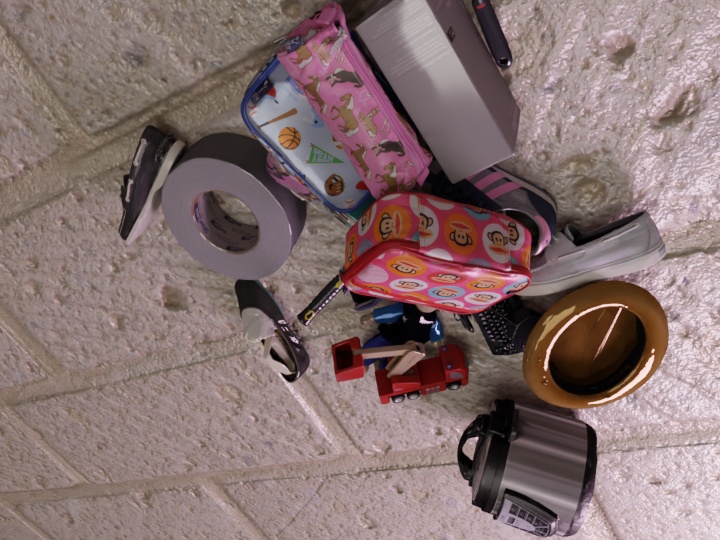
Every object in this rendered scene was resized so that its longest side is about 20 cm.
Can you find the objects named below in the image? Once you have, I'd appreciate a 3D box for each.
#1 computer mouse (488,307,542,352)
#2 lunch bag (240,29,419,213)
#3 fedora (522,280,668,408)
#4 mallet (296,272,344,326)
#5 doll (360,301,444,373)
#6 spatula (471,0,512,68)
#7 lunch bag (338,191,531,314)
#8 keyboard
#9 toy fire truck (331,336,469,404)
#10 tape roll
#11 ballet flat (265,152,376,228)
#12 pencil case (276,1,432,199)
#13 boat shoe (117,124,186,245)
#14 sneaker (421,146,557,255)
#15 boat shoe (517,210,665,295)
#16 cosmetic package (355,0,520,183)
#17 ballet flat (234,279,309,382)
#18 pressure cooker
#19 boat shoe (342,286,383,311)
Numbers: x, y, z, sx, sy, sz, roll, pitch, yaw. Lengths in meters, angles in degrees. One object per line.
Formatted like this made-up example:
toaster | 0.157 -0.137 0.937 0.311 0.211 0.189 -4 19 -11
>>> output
computer mouse | 0.201 0.063 0.936 0.197 0.034 0.059 28 115 -13
lunch bag | -0.034 -0.182 0.783 0.160 0.076 0.200 -41 111 13
fedora | 0.298 0.086 0.885 0.194 0.083 0.205 -1 122 -1
mallet | 0.000 0.000 0.857 0.065 0.041 0.202 34 102 -15
doll | 0.057 0.092 1.018 0.134 0.049 0.201 21 133 -19
spatula | 0.115 -0.295 0.690 0.055 0.021 0.202 -13 123 28
lunch bag | 0.078 -0.010 0.775 0.195 0.084 0.176 12 158 -20
keyboard | 0.173 0.054 0.952 0.102 0.040 0.202 -13 122 29
toy fire truck | 0.063 0.139 0.995 0.194 0.050 0.142 -13 144 1
tape roll | -0.177 -0.086 0.951 0.195 0.067 0.204 11 132 12
ballet flat | -0.038 -0.101 0.887 0.197 0.070 0.071 32 151 -12
pencil case | -0.002 -0.169 0.706 0.082 0.087 0.201 -32 114 10
boat shoe | -0.313 -0.119 0.970 0.060 0.075 0.201 32 130 -9
sneaker | 0.144 -0.085 0.814 0.195 0.083 0.071 21 134 3
boat shoe | 0.268 -0.025 0.838 0.197 0.070 0.073 -18 102 34
cosmetic package | 0.089 -0.209 0.715 0.089 0.108 0.201 -24 119 33
ballet flat | -0.145 0.103 1.097 0.067 0.069 0.202 -16 121 32
pressure cooker | 0.245 0.295 1.038 0.195 0.179 0.181 15 94 8
boat shoe | 0.059 -0.010 0.895 0.075 0.093 0.199 49 130 -3
